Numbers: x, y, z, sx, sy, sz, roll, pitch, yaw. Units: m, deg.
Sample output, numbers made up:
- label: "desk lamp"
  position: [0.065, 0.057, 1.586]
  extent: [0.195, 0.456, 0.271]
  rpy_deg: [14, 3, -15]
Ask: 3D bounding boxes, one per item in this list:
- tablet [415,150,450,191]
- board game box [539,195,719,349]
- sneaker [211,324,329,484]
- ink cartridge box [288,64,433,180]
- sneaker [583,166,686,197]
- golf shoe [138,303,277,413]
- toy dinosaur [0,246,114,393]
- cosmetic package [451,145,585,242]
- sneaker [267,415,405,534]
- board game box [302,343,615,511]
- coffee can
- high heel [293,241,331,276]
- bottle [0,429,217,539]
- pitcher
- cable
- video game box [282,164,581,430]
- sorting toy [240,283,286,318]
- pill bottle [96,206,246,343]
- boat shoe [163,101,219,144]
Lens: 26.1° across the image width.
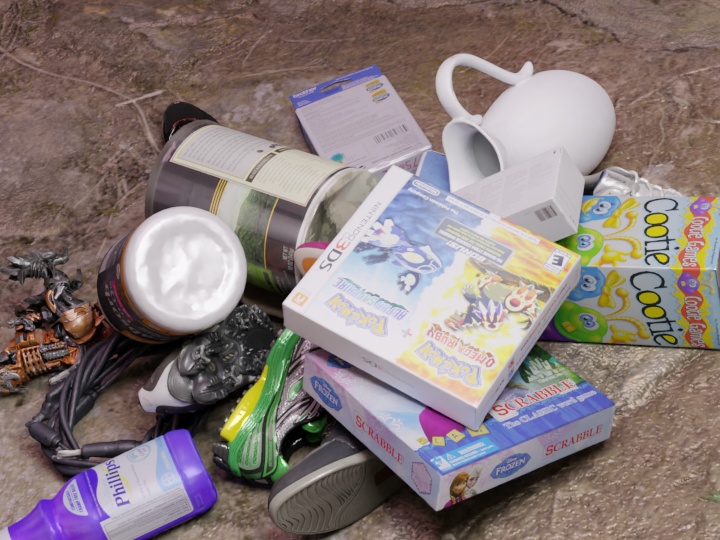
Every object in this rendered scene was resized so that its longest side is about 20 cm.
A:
- label: "tablet"
  position: [0.107, -0.048, 1.607]
  extent: [0.129, 0.014, 0.201]
  rpy_deg: [17, 43, 3]
- label: "board game box"
  position: [0.249, -0.001, 1.471]
  extent: [0.199, 0.103, 0.105]
  rpy_deg: [2, 43, 22]
- label: "sneaker"
  position: [-0.055, 0.116, 1.470]
  extent: [0.085, 0.078, 0.201]
  rpy_deg: [24, 69, 17]
- label: "ink cartridge box"
  position: [-0.001, -0.160, 1.796]
  extent: [0.119, 0.042, 0.200]
  rpy_deg: [-22, 42, -5]
- label: "sneaker"
  position: [0.273, -0.057, 1.541]
  extent: [0.199, 0.087, 0.075]
  rpy_deg: [5, 42, 23]
- label: "golf shoe"
  position: [-0.144, 0.088, 1.497]
  extent: [0.094, 0.078, 0.200]
  rpy_deg: [-26, -4, 25]
- label: "toy dinosaur"
  position: [-0.310, 0.054, 1.645]
  extent: [0.199, 0.103, 0.136]
  rpy_deg: [-18, 51, -29]
- label: "cosmetic package"
  position: [0.112, -0.041, 1.463]
  extent: [0.199, 0.051, 0.083]
  rpy_deg: [-22, 33, 30]
- label: "sneaker"
  position: [-0.015, 0.159, 1.406]
  extent: [0.199, 0.075, 0.106]
  rpy_deg: [-25, 42, -25]
- label: "board game box"
  position: [0.085, 0.110, 1.370]
  extent: [0.199, 0.041, 0.199]
  rpy_deg: [-17, 37, -33]
- label: "coffee can"
  position: [-0.096, -0.058, 1.568]
  extent: [0.199, 0.147, 0.146]
  rpy_deg: [19, 51, 30]
- label: "high heel"
  position: [0.040, 0.000, 1.438]
  extent: [0.199, 0.068, 0.096]
  rpy_deg: [16, 40, 26]
- label: "bottle"
  position: [-0.233, 0.219, 1.421]
  extent: [0.199, 0.066, 0.084]
  rpy_deg: [-24, 41, -8]
- label: "pitcher"
  position: [0.167, -0.158, 1.614]
  extent: [0.199, 0.173, 0.121]
  rpy_deg: [-27, 15, -37]
- label: "cable"
  position: [-0.225, 0.128, 1.536]
  extent: [0.200, 0.051, 0.163]
  rpy_deg: [-37, 43, -23]
- label: "video game box"
  position: [0.062, 0.018, 1.352]
  extent: [0.199, 0.047, 0.183]
  rpy_deg: [27, 62, 20]
- label: "sorting toy"
  position: [0.000, 0.000, 1.620]
  extent: [0.199, 0.037, 0.185]
  rpy_deg: [17, 50, 28]
- label: "pill bottle"
  position: [-0.187, 0.010, 1.481]
  extent: [0.116, 0.117, 0.200]
  rpy_deg: [-36, 5, -21]
- label: "boat shoe"
  position: [-0.193, -0.153, 1.843]
  extent: [0.073, 0.063, 0.202]
  rpy_deg: [-25, 39, -5]
